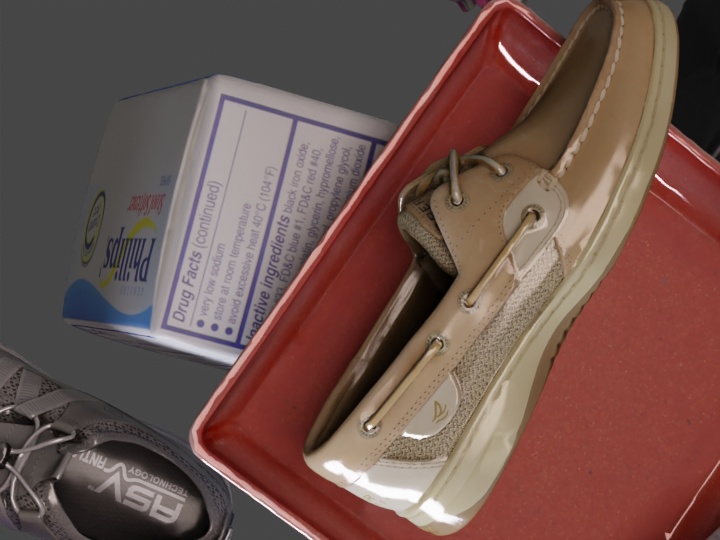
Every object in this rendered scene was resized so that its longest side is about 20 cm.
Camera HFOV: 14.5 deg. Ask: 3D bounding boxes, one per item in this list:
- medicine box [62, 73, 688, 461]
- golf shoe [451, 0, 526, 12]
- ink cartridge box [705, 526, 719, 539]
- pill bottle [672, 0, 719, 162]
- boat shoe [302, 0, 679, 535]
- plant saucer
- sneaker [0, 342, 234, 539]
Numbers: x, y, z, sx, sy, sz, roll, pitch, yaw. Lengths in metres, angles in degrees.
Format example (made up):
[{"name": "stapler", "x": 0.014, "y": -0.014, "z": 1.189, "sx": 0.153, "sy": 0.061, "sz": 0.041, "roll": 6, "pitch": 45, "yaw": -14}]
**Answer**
[{"name": "medicine box", "x": 0.000, "y": 0.000, "z": 1.126, "sx": 0.199, "sy": 0.182, "sz": 0.103, "roll": 16, "pitch": 86, "yaw": -16}, {"name": "golf shoe", "x": 0.120, "y": -0.177, "z": 1.217, "sx": 0.199, "sy": 0.075, "sz": 0.092, "roll": -19, "pitch": 92, "yaw": -16}, {"name": "ink cartridge box", "x": 0.150, "y": 0.197, "z": 1.043, "sx": 0.200, "sy": 0.043, "sz": 0.197, "roll": -39, "pitch": 119, "yaw": -17}, {"name": "pill bottle", "x": 0.239, "y": -0.067, "z": 1.231, "sx": 0.199, "sy": 0.112, "sz": 0.112, "roll": 14, "pitch": 87, "yaw": -15}, {"name": "boat shoe", "x": 0.046, "y": -0.011, "z": 0.970, "sx": 0.064, "sy": 0.071, "sz": 0.201, "roll": 26, "pitch": 85, "yaw": -16}, {"name": "plant saucer", "x": 0.066, "y": 0.037, "z": 1.032, "sx": 0.200, "sy": 0.037, "sz": 0.200, "roll": 37, "pitch": 81, "yaw": -13}, {"name": "sneaker", "x": -0.138, "y": 0.067, "z": 1.139, "sx": 0.199, "sy": 0.082, "sz": 0.075, "roll": 17, "pitch": 86, "yaw": -16}]
